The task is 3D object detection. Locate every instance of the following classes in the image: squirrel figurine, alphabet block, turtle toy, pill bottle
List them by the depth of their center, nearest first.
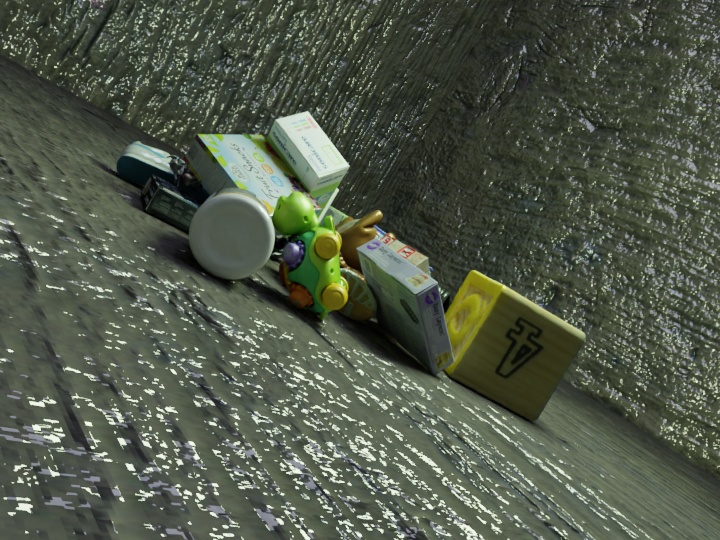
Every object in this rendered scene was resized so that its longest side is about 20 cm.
[{"bbox_3d":[-0.185,-0.061,0.951,0.116,0.117,0.200,29,5,-13],"label":"pill bottle"},{"bbox_3d":[-0.078,-0.022,1.002,0.100,0.202,0.146,-8,5,0],"label":"turtle toy"},{"bbox_3d":[0.277,0.141,1.273,0.199,0.197,0.195,29,3,-12],"label":"alphabet block"},{"bbox_3d":[0.000,0.000,1.368,0.141,0.200,0.187,-10,-64,53],"label":"squirrel figurine"}]

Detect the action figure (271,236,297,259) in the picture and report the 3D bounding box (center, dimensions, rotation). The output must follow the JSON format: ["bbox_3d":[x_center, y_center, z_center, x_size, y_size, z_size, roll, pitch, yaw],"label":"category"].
[{"bbox_3d":[-0.184,-0.092,1.383,0.199,0.103,0.119,29,37,27],"label":"action figure"}]

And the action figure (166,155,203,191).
[{"bbox_3d":[-0.273,-0.168,1.232,0.199,0.070,0.131,27,31,-15],"label":"action figure"}]

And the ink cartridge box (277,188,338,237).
[{"bbox_3d":[-0.169,-0.146,1.531,0.144,0.201,0.084,31,2,23],"label":"ink cartridge box"}]

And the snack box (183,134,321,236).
[{"bbox_3d":[-0.191,-0.153,1.164,0.200,0.068,0.168,50,32,17],"label":"snack box"}]

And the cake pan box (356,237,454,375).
[{"bbox_3d":[0.074,0.059,1.133,0.200,0.052,0.185,38,-30,51],"label":"cake pan box"}]

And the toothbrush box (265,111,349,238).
[{"bbox_3d":[-0.128,-0.185,1.283,0.086,0.200,0.146,-26,72,-37],"label":"toothbrush box"}]

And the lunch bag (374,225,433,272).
[{"bbox_3d":[0.047,-0.005,1.558,0.199,0.151,0.094,36,3,-6],"label":"lunch bag"}]

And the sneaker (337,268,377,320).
[{"bbox_3d":[-0.037,0.029,1.221,0.199,0.076,0.088,33,5,29],"label":"sneaker"}]

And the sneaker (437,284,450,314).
[{"bbox_3d":[0.130,0.085,1.389,0.099,0.071,0.201,36,-31,12],"label":"sneaker"}]

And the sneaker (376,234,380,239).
[{"bbox_3d":[-0.050,-0.049,1.494,0.198,0.075,0.088,0,-30,-11],"label":"sneaker"}]

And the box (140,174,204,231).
[{"bbox_3d":[-0.284,-0.094,1.151,0.199,0.046,0.159,29,4,-27],"label":"box"}]

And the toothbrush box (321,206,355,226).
[{"bbox_3d":[-0.036,-0.054,1.630,0.086,0.146,0.199,34,5,42],"label":"toothbrush box"}]

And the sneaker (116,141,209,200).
[{"bbox_3d":[-0.376,-0.190,1.291,0.199,0.077,0.081,29,34,-24],"label":"sneaker"}]

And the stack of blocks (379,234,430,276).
[{"bbox_3d":[0.083,0.044,1.260,0.115,0.058,0.201,33,-32,42],"label":"stack of blocks"}]
